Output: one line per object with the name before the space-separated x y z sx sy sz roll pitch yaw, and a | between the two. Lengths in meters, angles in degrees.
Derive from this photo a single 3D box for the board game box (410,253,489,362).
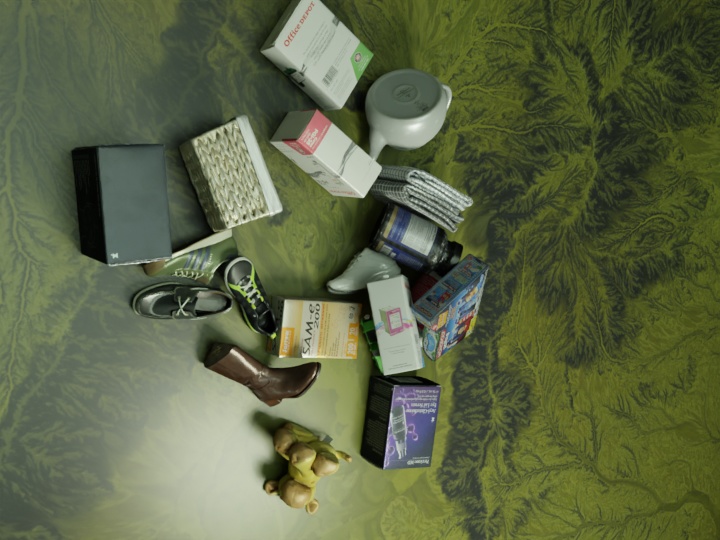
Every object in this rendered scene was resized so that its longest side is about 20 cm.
board game box | 0.186 0.093 1.666 0.198 0.061 0.203 -29 140 -37

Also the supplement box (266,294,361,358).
supplement box | -0.101 0.126 1.660 0.197 0.073 0.129 4 93 -32

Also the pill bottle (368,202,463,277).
pill bottle | 0.126 -0.061 1.698 0.197 0.112 0.113 26 82 -6

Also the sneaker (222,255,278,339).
sneaker | -0.214 0.057 1.551 0.071 0.082 0.202 -40 131 -23

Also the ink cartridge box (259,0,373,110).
ink cartridge box | -0.092 -0.460 1.587 0.199 0.084 0.148 38 76 -29

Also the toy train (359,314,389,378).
toy train | 0.040 0.177 1.723 0.041 0.057 0.202 -18 135 1

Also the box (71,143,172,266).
box | -0.430 -0.123 1.352 0.122 0.196 0.204 -7 100 -30

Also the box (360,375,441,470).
box | 0.096 0.360 1.795 0.146 0.104 0.204 4 93 -32

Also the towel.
towel | 0.132 -0.165 1.717 0.198 0.165 0.087 25 86 -30

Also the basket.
basket | -0.258 -0.183 1.479 0.122 0.135 0.203 -26 102 -23

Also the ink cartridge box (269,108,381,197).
ink cartridge box | -0.072 -0.244 1.589 0.199 0.146 0.084 38 78 -29

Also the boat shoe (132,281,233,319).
boat shoe | -0.351 0.063 1.502 0.197 0.067 0.073 0 98 -30

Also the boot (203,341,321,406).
boot | -0.206 0.196 1.561 0.199 0.185 0.065 41 31 -28

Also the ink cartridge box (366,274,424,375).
ink cartridge box | 0.079 0.119 1.651 0.083 0.144 0.204 -11 83 8

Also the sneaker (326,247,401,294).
sneaker | 0.000 0.000 1.720 0.198 0.074 0.089 -22 95 -35

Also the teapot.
teapot | 0.106 -0.344 1.690 0.147 0.196 0.200 80 12 -54

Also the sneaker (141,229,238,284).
sneaker | -0.329 -0.010 1.504 0.198 0.067 0.091 -27 104 -30

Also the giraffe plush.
giraffe plush | -0.131 0.448 1.657 0.164 0.171 0.200 -62 156 2

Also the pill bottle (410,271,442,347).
pill bottle | 0.169 0.071 1.782 0.112 0.112 0.201 43 84 -28
